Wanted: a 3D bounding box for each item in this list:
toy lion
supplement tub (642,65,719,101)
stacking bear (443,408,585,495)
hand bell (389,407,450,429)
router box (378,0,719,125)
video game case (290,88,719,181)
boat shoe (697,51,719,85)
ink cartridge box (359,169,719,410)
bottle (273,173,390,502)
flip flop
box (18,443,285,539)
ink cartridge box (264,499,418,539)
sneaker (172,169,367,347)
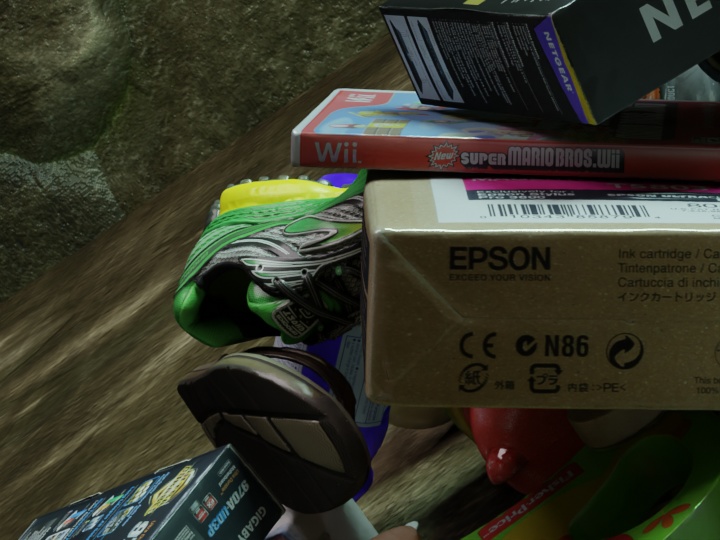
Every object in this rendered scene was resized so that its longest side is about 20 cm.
[{"bbox_3d":[0.075,0.132,1.169,0.200,0.069,0.192,-36,17,-2],"label":"toy lion"},{"bbox_3d":[0.176,-0.099,1.495,0.200,0.123,0.122,-8,-9,-38],"label":"supplement tub"},{"bbox_3d":[0.086,0.047,1.386,0.121,0.114,0.200,-35,14,8],"label":"stacking bear"},{"bbox_3d":[0.073,0.004,1.551,0.104,0.104,0.200,-44,6,-37],"label":"hand bell"},{"bbox_3d":[0.129,-0.134,1.256,0.200,0.052,0.157,-31,18,-19],"label":"router box"},{"bbox_3d":[0.078,-0.059,1.282,0.199,0.018,0.143,2,11,7],"label":"video game case"},{"bbox_3d":[0.227,-0.064,1.222,0.062,0.200,0.075,-22,-41,-48],"label":"boat shoe"},{"bbox_3d":[0.100,0.004,1.200,0.199,0.075,0.165,0,12,-1],"label":"ink cartridge box"},{"bbox_3d":[-0.015,0.055,1.495,0.084,0.065,0.201,-104,26,-68],"label":"bottle"},{"bbox_3d":[-0.035,0.067,1.403,0.057,0.081,0.200,-30,6,-14],"label":"flip flop"},{"bbox_3d":[-0.142,0.173,1.343,0.159,0.046,0.200,-24,21,45],"label":"box"},{"bbox_3d":[-0.058,0.167,1.406,0.116,0.068,0.200,-30,12,30],"label":"ink cartridge box"},{"bbox_3d":[0.000,0.000,1.361,0.200,0.078,0.085,-13,37,38],"label":"sneaker"}]
